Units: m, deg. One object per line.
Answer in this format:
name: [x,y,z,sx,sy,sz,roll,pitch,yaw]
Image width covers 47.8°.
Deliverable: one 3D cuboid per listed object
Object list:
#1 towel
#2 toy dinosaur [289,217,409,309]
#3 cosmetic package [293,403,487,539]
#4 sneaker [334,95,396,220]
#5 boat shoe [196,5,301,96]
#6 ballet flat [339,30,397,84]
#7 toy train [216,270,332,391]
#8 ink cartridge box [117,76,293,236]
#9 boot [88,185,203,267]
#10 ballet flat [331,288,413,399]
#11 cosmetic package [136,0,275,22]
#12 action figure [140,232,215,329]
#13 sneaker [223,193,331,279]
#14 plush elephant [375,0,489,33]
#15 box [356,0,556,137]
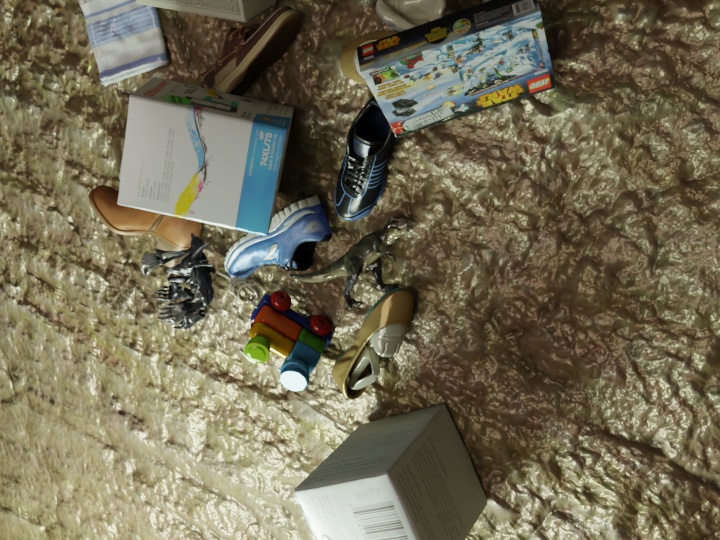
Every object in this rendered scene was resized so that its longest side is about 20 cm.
towel: [-0.370,-0.394,1.235,0.146,0.024,0.202,-6,104,31]
toy dinosaur: [0.000,0.000,1.131,0.199,0.047,0.089,-29,81,21]
cosmetic package: [0.047,0.315,1.130,0.164,0.200,0.166,-20,96,33]
sneaker: [0.003,-0.147,1.066,0.070,0.078,0.201,33,120,17]
boat shoe: [-0.161,-0.303,1.117,0.200,0.072,0.072,-37,88,41]
ballet flat: [0.049,-0.262,1.007,0.198,0.063,0.069,7,108,29]
toy train: [-0.144,0.088,1.183,0.199,0.116,0.085,32,123,-10]
ink cartridge box: [-0.202,-0.154,1.079,0.198,0.147,0.147,11,112,-6]
boot: [-0.328,-0.113,1.275,0.200,0.077,0.156,39,124,10]
ballet flat: [0.025,0.110,1.141,0.201,0.068,0.063,-57,40,39]
cosmetic package: [-0.217,-0.406,1.091,0.199,0.073,0.104,20,134,27]
action figure: [-0.275,0.024,1.239,0.120,0.101,0.200,69,155,19]
sneaker: [-0.121,-0.027,1.184,0.199,0.078,0.090,-31,87,35]
plush elephant: [0.081,-0.350,0.881,0.153,0.166,0.201,-12,138,5]
box: [0.111,-0.227,0.909,0.198,0.137,0.040,-15,63,14]
